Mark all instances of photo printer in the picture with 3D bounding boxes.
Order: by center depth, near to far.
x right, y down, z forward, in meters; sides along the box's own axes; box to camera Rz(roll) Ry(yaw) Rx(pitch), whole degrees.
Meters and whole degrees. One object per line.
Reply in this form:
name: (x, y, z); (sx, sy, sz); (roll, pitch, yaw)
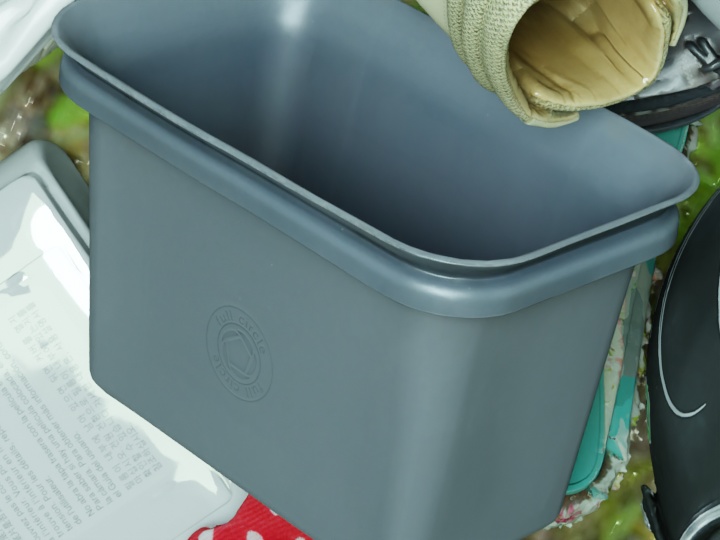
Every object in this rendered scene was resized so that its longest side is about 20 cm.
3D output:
photo printer: (-0.149, 0.074, 0.963); (0.200, 0.069, 0.167); (-35, 96, 9)

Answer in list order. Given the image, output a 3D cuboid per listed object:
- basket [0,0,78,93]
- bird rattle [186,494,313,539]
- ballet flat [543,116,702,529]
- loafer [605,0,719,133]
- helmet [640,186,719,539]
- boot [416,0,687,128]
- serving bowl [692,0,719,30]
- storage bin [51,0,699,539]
basket: (-0.108, -0.175, 0.897); (0.135, 0.123, 0.200); (40, 98, -2)
bird rattle: (0.010, 0.160, 0.931); (0.199, 0.113, 0.163); (7, 136, -17)
ballet flat: (0.072, -0.003, 0.932); (0.075, 0.064, 0.201); (16, 72, -1)
loafer: (0.137, -0.096, 0.900); (0.199, 0.063, 0.072); (-11, 76, -8)
helmet: (0.196, 0.031, 0.873); (0.199, 0.200, 0.191); (16, 57, 2)
boot: (0.042, -0.109, 0.840); (0.073, 0.200, 0.156); (-42, 69, 6)
serving bowl: (0.164, -0.136, 0.841); (0.199, 0.066, 0.201); (6, 71, -17)
storage bin: (0.000, 0.000, 0.854); (0.200, 0.145, 0.135); (32, 126, 35)
